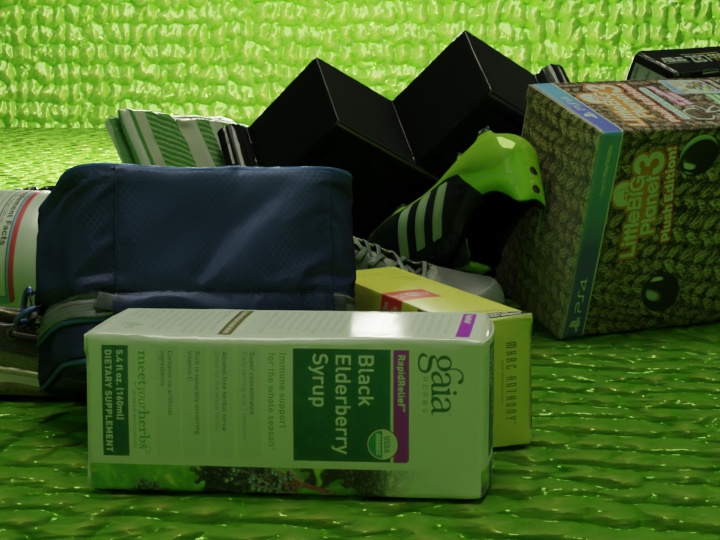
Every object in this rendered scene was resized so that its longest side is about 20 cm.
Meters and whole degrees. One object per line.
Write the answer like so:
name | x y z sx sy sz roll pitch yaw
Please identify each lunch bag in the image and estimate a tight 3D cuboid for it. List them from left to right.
lunch bag | -0.101 0.018 1.044 0.199 0.133 0.136 -1 -12 -19

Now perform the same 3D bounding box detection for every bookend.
bookend | 0.035 -0.099 1.364 0.198 0.200 0.092 27 31 -38

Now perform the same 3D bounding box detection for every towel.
towel | -0.109 -0.048 1.352 0.023 0.153 0.200 -27 -9 21

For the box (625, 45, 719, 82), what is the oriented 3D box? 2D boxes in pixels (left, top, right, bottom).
box | 0.249 -0.080 1.463 0.049 0.201 0.161 33 28 35

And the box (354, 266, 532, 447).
box | 0.036 0.047 1.056 0.050 0.076 0.200 -4 10 -20

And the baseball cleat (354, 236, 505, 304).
baseball cleat | 0.000 0.000 1.258 0.198 0.107 0.070 -5 21 1

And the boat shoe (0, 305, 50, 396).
boat shoe | -0.192 0.042 1.124 0.198 0.065 0.072 0 7 -2

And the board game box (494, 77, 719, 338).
board game box | 0.217 -0.050 1.335 0.199 0.161 0.097 -5 27 -27

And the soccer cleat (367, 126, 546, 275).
soccer cleat | 0.061 -0.019 1.319 0.067 0.081 0.200 15 -45 -33

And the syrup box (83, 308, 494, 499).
syrup box | -0.032 0.065 0.914 0.198 0.079 0.081 1 8 8

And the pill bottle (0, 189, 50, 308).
pill bottle | -0.253 -0.003 1.282 0.198 0.110 0.109 2 9 14

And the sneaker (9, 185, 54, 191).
sneaker | -0.197 -0.009 1.399 0.199 0.091 0.067 8 45 -23

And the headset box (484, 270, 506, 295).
headset box | 0.146 -0.066 1.550 0.074 0.150 0.200 2 10 16
